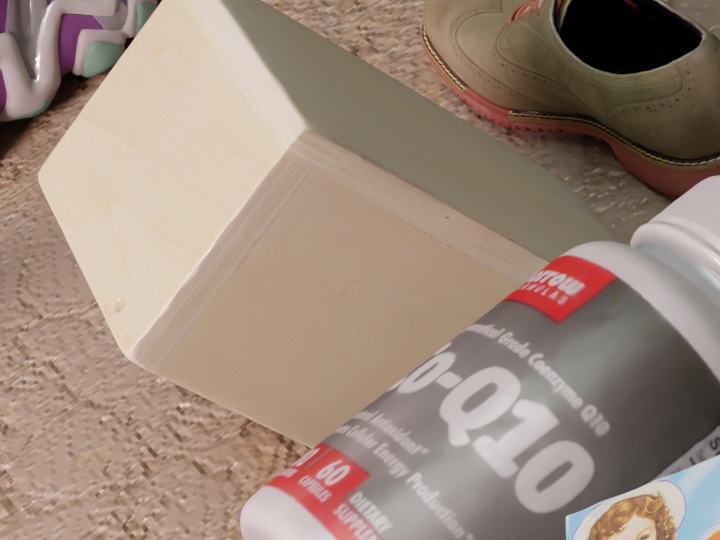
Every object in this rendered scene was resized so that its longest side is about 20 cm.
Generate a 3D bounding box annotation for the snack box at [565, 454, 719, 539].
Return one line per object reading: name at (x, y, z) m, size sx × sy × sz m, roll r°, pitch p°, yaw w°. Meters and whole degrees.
snack box at (0.144, 0.083, 0.645) m, size 0.200 × 0.037 × 0.116 m, roll -26°, pitch 43°, yaw 28°

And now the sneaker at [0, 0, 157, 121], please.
sneaker at (-0.179, -0.140, 1.222) m, size 0.078 × 0.140 × 0.200 m, roll 17°, pitch 55°, yaw 42°

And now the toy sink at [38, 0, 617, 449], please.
toy sink at (0.000, 0.000, 0.961) m, size 0.112 × 0.200 × 0.130 m, roll -52°, pitch 36°, yaw 15°

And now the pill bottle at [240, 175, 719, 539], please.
pill bottle at (0.070, 0.063, 0.862) m, size 0.200 × 0.114 × 0.114 m, roll -38°, pitch 39°, yaw -15°

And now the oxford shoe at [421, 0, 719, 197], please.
oxford shoe at (0.090, -0.097, 1.071) m, size 0.070 × 0.075 × 0.200 m, roll -43°, pitch 40°, yaw -19°
